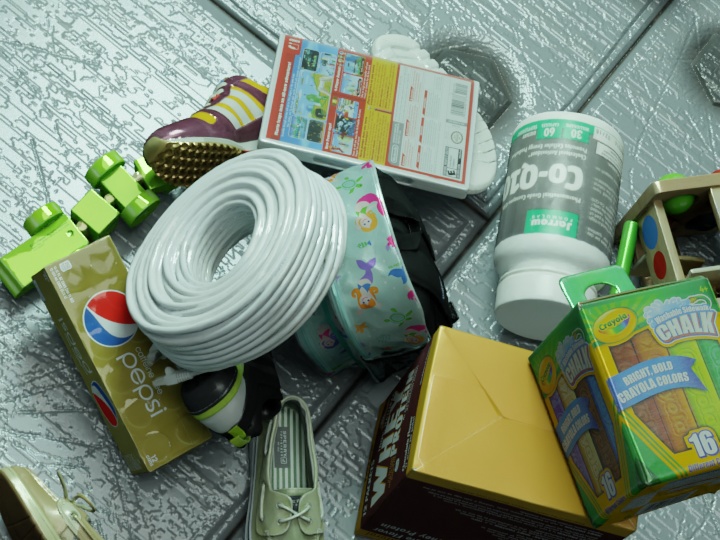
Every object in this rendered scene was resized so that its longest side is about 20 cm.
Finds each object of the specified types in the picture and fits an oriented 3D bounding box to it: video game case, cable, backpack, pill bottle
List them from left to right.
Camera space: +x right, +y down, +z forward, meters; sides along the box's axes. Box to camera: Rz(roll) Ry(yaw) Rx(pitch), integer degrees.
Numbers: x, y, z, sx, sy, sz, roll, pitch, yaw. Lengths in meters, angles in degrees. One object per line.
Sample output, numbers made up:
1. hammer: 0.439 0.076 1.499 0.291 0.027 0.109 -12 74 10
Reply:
1. cable: -0.105 -0.011 1.512 0.069 0.200 0.200 43 46 -38
2. backpack: 0.000 0.000 1.621 0.150 0.200 0.178 -17 72 1
3. video game case: 0.010 -0.146 1.704 0.200 0.017 0.143 13 51 -6
4. pill bottle: 0.188 -0.041 1.733 0.113 0.113 0.200 14 64 -8

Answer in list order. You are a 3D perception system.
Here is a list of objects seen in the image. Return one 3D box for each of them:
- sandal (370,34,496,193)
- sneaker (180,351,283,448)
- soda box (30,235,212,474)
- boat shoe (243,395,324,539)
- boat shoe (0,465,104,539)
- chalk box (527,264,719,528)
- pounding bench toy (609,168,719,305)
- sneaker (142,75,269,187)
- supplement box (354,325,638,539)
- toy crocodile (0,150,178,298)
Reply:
1. sandal: 0.071 -0.148 1.782 0.082 0.050 0.203 -7 56 -32
2. sneaker: -0.106 0.097 1.591 0.083 0.072 0.200 50 21 -14
3. soda box: -0.209 0.075 1.580 0.068 0.064 0.200 -28 93 -23
4. boat shoe: -0.067 0.206 1.589 0.072 0.062 0.200 -2 68 -15
5. boat shoe: -0.236 0.241 1.531 0.063 0.073 0.200 -37 91 -31
6. chalk box: 0.224 0.085 1.458 0.124 0.124 0.200 -13 71 -20
7. pounding bench toy: 0.298 -0.009 1.741 0.200 0.124 0.156 -7 69 -17
8. sneaker: -0.134 -0.136 1.694 0.200 0.075 0.090 -6 63 -48
9. supplement box: 0.121 0.168 1.577 0.197 0.200 0.133 16 64 -8
10. toy crocodile: -0.248 -0.045 1.658 0.200 0.062 0.068 -42 83 -21
